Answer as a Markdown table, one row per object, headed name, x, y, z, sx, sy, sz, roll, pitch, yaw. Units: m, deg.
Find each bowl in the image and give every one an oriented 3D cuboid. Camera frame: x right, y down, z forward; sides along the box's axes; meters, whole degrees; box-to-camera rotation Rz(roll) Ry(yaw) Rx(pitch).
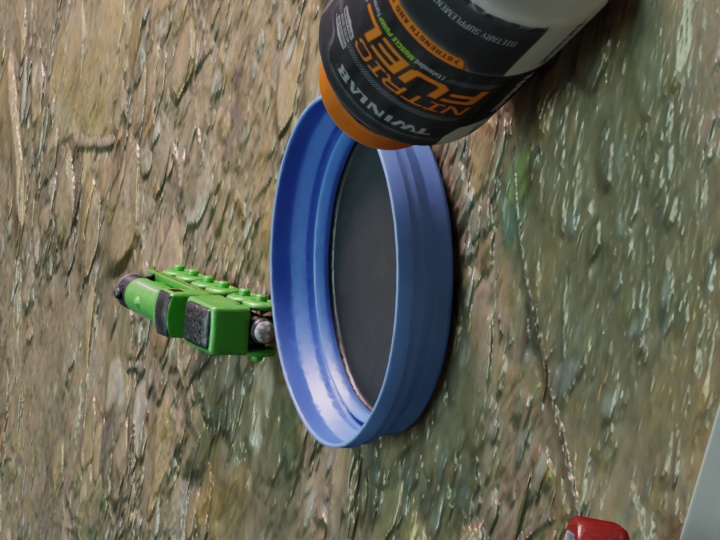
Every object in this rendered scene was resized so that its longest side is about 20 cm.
| name | x | y | z | sx | sy | sz | roll | pitch | yaw |
| --- | --- | --- | --- | --- | --- | --- | --- | --- | --- |
| bowl | 0.000 | 0.000 | 1.572 | 0.200 | 0.039 | 0.202 | 179 | 90 | -68 |

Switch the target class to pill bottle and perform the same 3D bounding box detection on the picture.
| name | x | y | z | sx | sy | sz | roll | pitch | yaw |
| --- | --- | --- | --- | --- | --- | --- | --- | --- | --- |
| pill bottle | 0.044 | -0.128 | 1.372 | 0.200 | 0.106 | 0.107 | 135 | 130 | -61 |

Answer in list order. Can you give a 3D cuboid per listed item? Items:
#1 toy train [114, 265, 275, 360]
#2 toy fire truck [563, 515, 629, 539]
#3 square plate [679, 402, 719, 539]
| name | x | y | z | sx | sy | sz | roll | pitch | yaw |
| --- | --- | --- | --- | --- | --- | --- | --- | --- | --- |
| toy train | -0.109 | 0.026 | 1.803 | 0.200 | 0.056 | 0.042 | -163 | 75 | -66 |
| toy fire truck | 0.098 | 0.212 | 1.187 | 0.168 | 0.112 | 0.201 | -129 | 46 | -89 |
| square plate | 0.183 | 0.170 | 1.141 | 0.198 | 0.028 | 0.201 | -125 | 40 | -53 |
